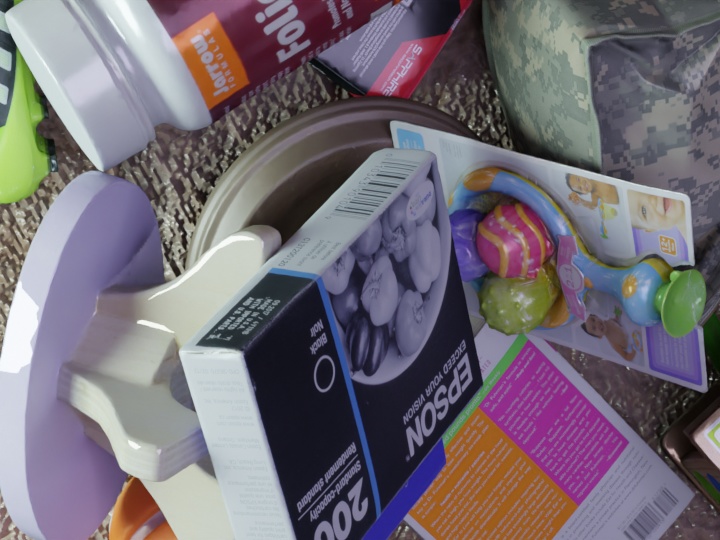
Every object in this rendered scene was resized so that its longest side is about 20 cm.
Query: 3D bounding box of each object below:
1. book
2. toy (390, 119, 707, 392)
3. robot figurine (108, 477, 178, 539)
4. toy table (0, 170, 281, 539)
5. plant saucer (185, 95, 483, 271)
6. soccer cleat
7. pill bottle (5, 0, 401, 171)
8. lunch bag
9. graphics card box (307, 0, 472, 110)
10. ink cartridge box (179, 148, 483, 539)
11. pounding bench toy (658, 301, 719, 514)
[{"bbox_3d":[0.093,0.119,1.519,0.134,0.048,0.200,-48,122,-5],"label":"book"},{"bbox_3d":[0.087,-0.002,1.373,0.047,0.199,0.116,-36,128,-39],"label":"toy"},{"bbox_3d":[-0.068,0.176,1.426,0.116,0.144,0.201,-23,60,-6],"label":"robot figurine"},{"bbox_3d":[-0.102,0.059,1.338,0.184,0.117,0.201,-42,140,-50],"label":"toy table"},{"bbox_3d":[0.000,0.000,1.471,0.199,0.029,0.201,-9,117,-18],"label":"plant saucer"},{"bbox_3d":[-0.212,-0.132,1.394,0.081,0.068,0.201,-8,103,-7],"label":"soccer cleat"},{"bbox_3d":[-0.075,-0.144,1.352,0.200,0.114,0.115,-33,107,-8],"label":"pill bottle"},{"bbox_3d":[0.144,-0.078,1.431,0.117,0.164,0.201,-13,122,-13],"label":"lunch bag"},{"bbox_3d":[-0.029,-0.191,1.444,0.200,0.051,0.126,34,90,-20],"label":"graphics card box"},{"bbox_3d":[-0.003,0.072,1.327,0.198,0.043,0.201,-47,134,-45],"label":"ink cartridge box"},{"bbox_3d":[0.240,0.074,1.522,0.124,0.156,0.200,-43,89,-5],"label":"pounding bench toy"}]
